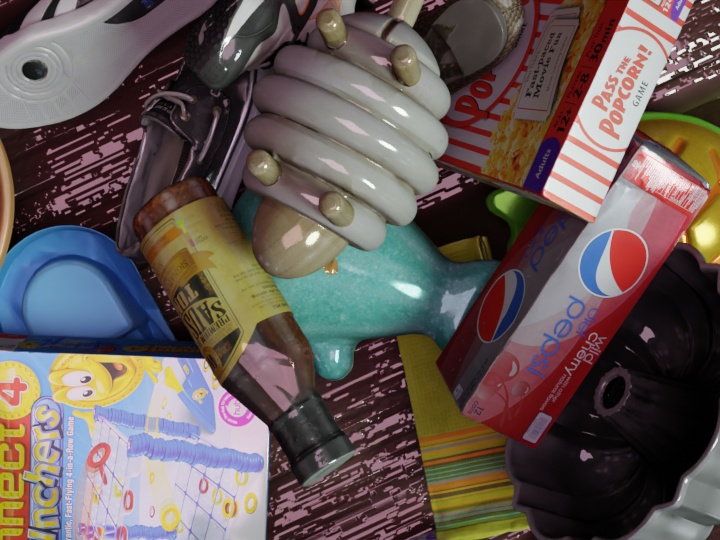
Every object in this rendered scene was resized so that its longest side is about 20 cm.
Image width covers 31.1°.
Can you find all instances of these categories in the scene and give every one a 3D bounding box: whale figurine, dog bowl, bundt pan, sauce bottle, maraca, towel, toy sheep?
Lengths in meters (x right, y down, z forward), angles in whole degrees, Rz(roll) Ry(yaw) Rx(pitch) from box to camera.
[{"bbox_3d":[0.000,0.000,0.870,0.198,0.104,0.161,23,96,12],"label":"whale figurine"},{"bbox_3d":[-0.179,0.062,0.915,0.111,0.050,0.202,-30,95,2],"label":"dog bowl"},{"bbox_3d":[0.182,0.089,0.802,0.075,0.202,0.204,27,95,-24],"label":"bundt pan"},{"bbox_3d":[-0.071,0.038,0.809,0.066,0.066,0.201,-34,76,3],"label":"sauce bottle"},{"bbox_3d":[0.186,-0.044,0.883,0.197,0.107,0.139,16,96,-3],"label":"maraca"},{"bbox_3d":[0.071,0.083,0.899,0.085,0.018,0.203,-16,80,22],"label":"towel"},{"bbox_3d":[-0.007,-0.086,0.776,0.137,0.138,0.202,31,88,-4],"label":"toy sheep"}]

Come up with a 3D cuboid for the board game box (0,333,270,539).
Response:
[{"bbox_3d":[-0.158,0.149,0.871,0.192,0.056,0.204,2,97,-3],"label":"board game box"}]

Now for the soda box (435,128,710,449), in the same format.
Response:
[{"bbox_3d":[0.130,0.006,0.810,0.063,0.070,0.201,26,107,-21],"label":"soda box"}]

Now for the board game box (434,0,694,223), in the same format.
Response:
[{"bbox_3d":[0.110,-0.126,0.824,0.046,0.200,0.153,23,92,-28],"label":"board game box"}]

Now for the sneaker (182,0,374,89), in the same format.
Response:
[{"bbox_3d":[-0.043,-0.164,0.832,0.073,0.201,0.080,-27,109,38],"label":"sneaker"}]

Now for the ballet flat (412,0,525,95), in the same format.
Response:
[{"bbox_3d":[0.035,-0.135,0.853,0.046,0.199,0.068,-36,98,-40],"label":"ballet flat"}]

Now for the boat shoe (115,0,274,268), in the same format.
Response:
[{"bbox_3d":[-0.113,-0.095,0.874,0.071,0.070,0.203,14,91,41],"label":"boat shoe"}]

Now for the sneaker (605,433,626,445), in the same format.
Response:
[{"bbox_3d":[0.273,0.113,0.876,0.197,0.115,0.082,-13,89,-19],"label":"sneaker"}]

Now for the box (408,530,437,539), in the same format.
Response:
[{"bbox_3d":[0.066,0.220,0.862,0.038,0.200,0.042,-18,97,-2],"label":"box"}]

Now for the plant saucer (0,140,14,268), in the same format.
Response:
[{"bbox_3d":[-0.328,-0.043,0.890,0.197,0.037,0.204,0,89,8],"label":"plant saucer"}]

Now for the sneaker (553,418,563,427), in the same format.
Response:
[{"bbox_3d":[0.153,0.133,0.934,0.084,0.073,0.202,-27,88,-34],"label":"sneaker"}]

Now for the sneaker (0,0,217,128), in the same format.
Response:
[{"bbox_3d":[-0.180,-0.182,0.871,0.198,0.113,0.073,-30,137,10],"label":"sneaker"}]
